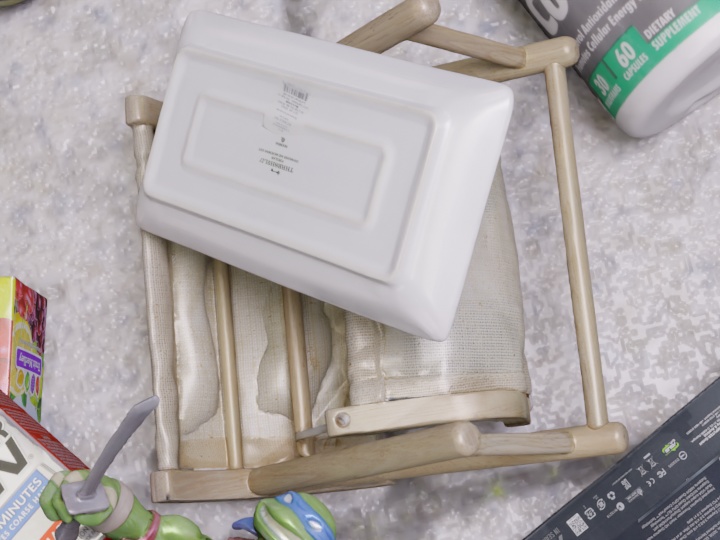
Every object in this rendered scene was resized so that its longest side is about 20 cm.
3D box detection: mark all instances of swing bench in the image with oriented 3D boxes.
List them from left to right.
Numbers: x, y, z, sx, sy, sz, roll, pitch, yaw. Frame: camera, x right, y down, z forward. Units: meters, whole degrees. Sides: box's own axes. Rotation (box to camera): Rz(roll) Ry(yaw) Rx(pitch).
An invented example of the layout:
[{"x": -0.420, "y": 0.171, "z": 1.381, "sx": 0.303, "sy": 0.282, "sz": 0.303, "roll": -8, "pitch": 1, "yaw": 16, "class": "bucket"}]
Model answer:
[{"x": 0.000, "y": 0.000, "z": 0.751, "sx": 0.199, "sy": 0.130, "sz": 0.200, "roll": -14, "pitch": 77, "yaw": 39, "class": "swing bench"}]

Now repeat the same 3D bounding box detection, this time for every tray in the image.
[{"x": -0.029, "y": -0.047, "z": 0.683, "sx": 0.200, "sy": 0.022, "sz": 0.108, "roll": 20, "pitch": 96, "yaw": 40, "class": "tray"}]

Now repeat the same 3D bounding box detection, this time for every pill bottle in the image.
[{"x": 0.118, "y": -0.175, "z": 0.790, "sx": 0.113, "sy": 0.113, "sz": 0.200, "roll": -36, "pitch": 77, "yaw": -1, "class": "pill bottle"}]

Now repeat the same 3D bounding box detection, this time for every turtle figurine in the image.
[{"x": -0.094, "y": 0.157, "z": 0.638, "sx": 0.144, "sy": 0.200, "sz": 0.194, "roll": 44, "pitch": 87, "yaw": -8, "class": "turtle figurine"}]

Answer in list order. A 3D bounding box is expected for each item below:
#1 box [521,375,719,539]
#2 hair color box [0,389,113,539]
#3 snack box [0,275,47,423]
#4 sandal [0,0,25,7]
[{"x": 0.181, "y": 0.136, "z": 0.717, "sx": 0.200, "sy": 0.051, "sz": 0.158, "roll": -45, "pitch": 75, "yaw": 23, "class": "box"}, {"x": -0.213, "y": 0.091, "z": 0.734, "sx": 0.200, "sy": 0.064, "sz": 0.111, "roll": 39, "pitch": 84, "yaw": 9, "class": "hair color box"}, {"x": -0.251, "y": 0.105, "z": 0.799, "sx": 0.168, "sy": 0.068, "sz": 0.201, "roll": 1, "pitch": 79, "yaw": 5, "class": "snack box"}, {"x": -0.170, "y": -0.237, "z": 0.861, "sx": 0.080, "sy": 0.057, "sz": 0.201, "roll": 28, "pitch": 83, "yaw": 11, "class": "sandal"}]
